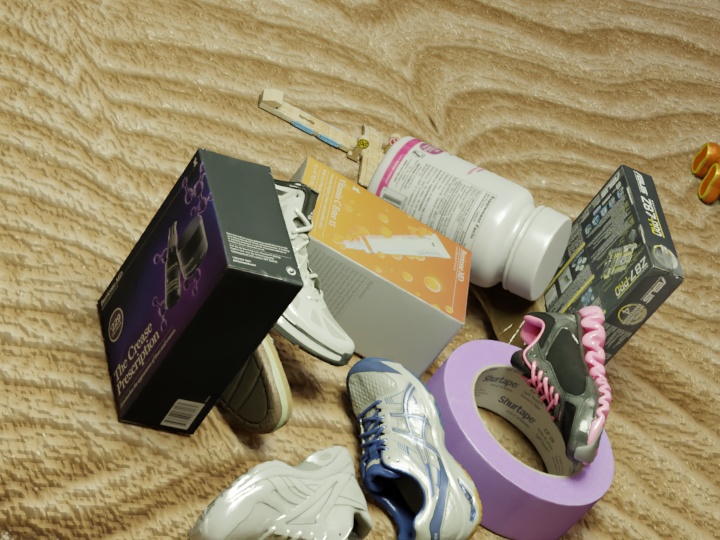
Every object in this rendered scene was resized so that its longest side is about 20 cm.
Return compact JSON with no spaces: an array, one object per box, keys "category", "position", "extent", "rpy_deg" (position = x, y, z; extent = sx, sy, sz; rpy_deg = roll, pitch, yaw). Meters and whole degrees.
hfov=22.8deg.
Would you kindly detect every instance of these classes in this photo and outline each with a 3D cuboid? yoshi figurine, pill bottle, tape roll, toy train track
[{"category":"yoshi figurine","position":[0.548,-0.104,2.430],"extent":[0.199,0.113,0.112],"rpy_deg":[12,-1,-13]},{"category":"pill bottle","position":[0.112,-0.052,1.863],"extent":[0.199,0.114,0.113],"rpy_deg":[26,30,17]},{"category":"tape roll","position":[0.148,0.165,1.738],"extent":[0.199,0.066,0.201],"rpy_deg":[25,35,-19]},{"category":"toy train track","position":[-0.019,-0.155,1.984],"extent":[0.199,0.033,0.115],"rpy_deg":[26,36,-17]}]

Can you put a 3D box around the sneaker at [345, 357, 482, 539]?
[{"category":"sneaker","position":[0.033,0.162,1.623],"extent":[0.088,0.075,0.200],"rpy_deg":[-3,51,-45]}]

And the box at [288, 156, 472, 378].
[{"category":"box","position":[0.000,0.000,1.762],"extent":[0.199,0.098,0.125],"rpy_deg":[30,34,-14]}]

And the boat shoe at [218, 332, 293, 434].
[{"category":"boat shoe","position":[-0.106,0.064,1.619],"extent":[0.076,0.072,0.201],"rpy_deg":[12,40,-51]}]

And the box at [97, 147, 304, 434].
[{"category":"box","position":[-0.140,0.019,1.514],"extent":[0.079,0.200,0.142],"rpy_deg":[15,39,-30]}]

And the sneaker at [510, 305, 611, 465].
[{"category":"sneaker","position":[0.192,0.109,1.739],"extent":[0.095,0.079,0.201],"rpy_deg":[9,38,-4]}]

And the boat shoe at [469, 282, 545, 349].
[{"category":"boat shoe","position":[0.160,0.028,1.920],"extent":[0.065,0.071,0.201],"rpy_deg":[58,15,-46]}]

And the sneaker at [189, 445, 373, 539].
[{"category":"sneaker","position":[-0.055,0.211,1.485],"extent":[0.199,0.078,0.100],"rpy_deg":[-13,62,-49]}]

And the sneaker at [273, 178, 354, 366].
[{"category":"sneaker","position":[-0.059,-0.011,1.630],"extent":[0.200,0.115,0.076],"rpy_deg":[43,4,-2]}]

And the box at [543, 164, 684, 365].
[{"category":"box","position":[0.251,0.011,1.892],"extent":[0.049,0.200,0.162],"rpy_deg":[21,37,-23]}]
